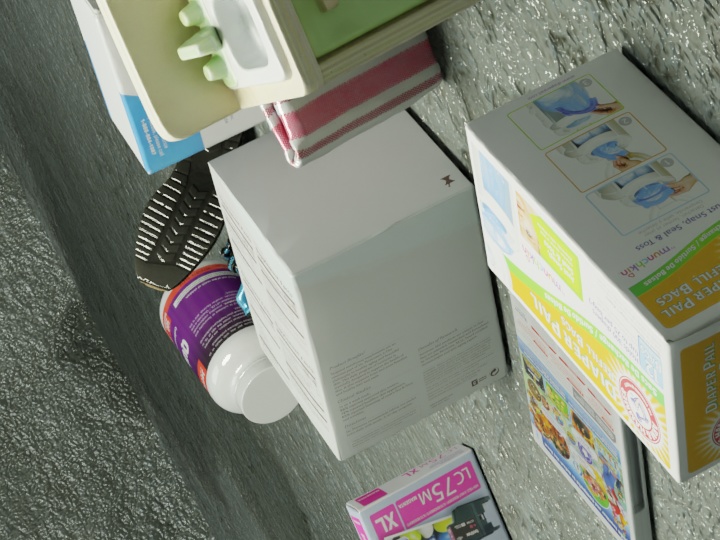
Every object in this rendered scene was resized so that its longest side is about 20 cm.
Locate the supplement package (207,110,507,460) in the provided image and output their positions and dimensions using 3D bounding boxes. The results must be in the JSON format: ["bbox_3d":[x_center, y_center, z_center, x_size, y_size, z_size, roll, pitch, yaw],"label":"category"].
[{"bbox_3d":[0.000,0.000,1.595,0.151,0.151,0.201,51,162,43],"label":"supplement package"}]

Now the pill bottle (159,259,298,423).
[{"bbox_3d":[-0.139,0.082,2.366,0.200,0.112,0.113,50,161,47],"label":"pill bottle"}]

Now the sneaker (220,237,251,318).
[{"bbox_3d":[-0.093,-0.032,2.044,0.073,0.081,0.201,52,161,45],"label":"sneaker"}]

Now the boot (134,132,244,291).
[{"bbox_3d":[-0.159,-0.059,2.095,0.077,0.201,0.138,23,165,5],"label":"boot"}]

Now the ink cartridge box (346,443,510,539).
[{"bbox_3d":[0.080,0.268,1.864,0.202,0.119,0.042,68,164,-14],"label":"ink cartridge box"}]

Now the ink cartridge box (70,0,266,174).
[{"bbox_3d":[-0.094,-0.182,1.509,0.084,0.199,0.146,52,163,46],"label":"ink cartridge box"}]

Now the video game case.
[{"bbox_3d":[0.152,0.092,1.479,0.143,0.018,0.201,50,161,43],"label":"video game case"}]

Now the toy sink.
[{"bbox_3d":[-0.046,-0.179,1.302,0.112,0.199,0.131,-1,115,63],"label":"toy sink"}]

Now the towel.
[{"bbox_3d":[-0.030,-0.184,1.398,0.030,0.146,0.201,-8,110,52],"label":"towel"}]

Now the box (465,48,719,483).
[{"bbox_3d":[0.151,-0.005,1.117,0.200,0.101,0.113,51,162,43],"label":"box"}]
